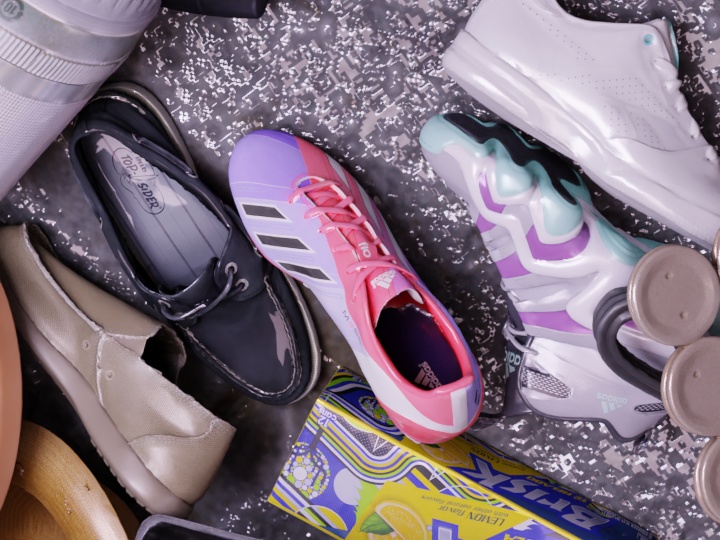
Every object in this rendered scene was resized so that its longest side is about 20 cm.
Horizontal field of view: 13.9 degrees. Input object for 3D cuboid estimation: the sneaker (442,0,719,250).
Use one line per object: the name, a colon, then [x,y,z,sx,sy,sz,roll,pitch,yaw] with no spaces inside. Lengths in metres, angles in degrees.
sneaker: [0.144,-0.083,1.508,0.199,0.075,0.089,36,88,-2]

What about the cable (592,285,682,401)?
cable: [0.193,0.070,1.519,0.199,0.050,0.097,26,121,-16]

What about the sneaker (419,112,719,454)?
sneaker: [0.087,0.021,1.538,0.200,0.078,0.140,37,108,1]

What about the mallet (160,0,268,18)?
mallet: [-0.061,-0.228,1.527,0.065,0.041,0.201,16,103,8]

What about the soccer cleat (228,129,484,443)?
soccer cleat: [0.000,0.000,1.525,0.066,0.077,0.201,-29,74,-16]

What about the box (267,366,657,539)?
box: [0.056,0.134,1.582,0.199,0.064,0.070,28,109,3]

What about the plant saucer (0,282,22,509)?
plant saucer: [-0.240,0.068,1.591,0.200,0.032,0.202,-3,87,49]

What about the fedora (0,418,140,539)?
fedora: [-0.168,0.175,1.615,0.200,0.082,0.202,6,100,38]

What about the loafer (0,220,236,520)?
loafer: [-0.131,0.045,1.574,0.067,0.076,0.200,-37,68,0]

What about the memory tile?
memory tile: [0.223,0.061,1.484,0.153,0.017,0.201,-24,101,-19]

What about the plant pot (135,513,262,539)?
plant pot: [-0.014,0.253,1.538,0.199,0.177,0.201,11,84,25]

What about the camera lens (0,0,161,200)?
camera lens: [-0.207,-0.130,1.506,0.160,0.160,0.200,44,116,-2]

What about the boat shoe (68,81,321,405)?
boat shoe: [-0.092,-0.007,1.573,0.074,0.066,0.200,-26,98,16]
